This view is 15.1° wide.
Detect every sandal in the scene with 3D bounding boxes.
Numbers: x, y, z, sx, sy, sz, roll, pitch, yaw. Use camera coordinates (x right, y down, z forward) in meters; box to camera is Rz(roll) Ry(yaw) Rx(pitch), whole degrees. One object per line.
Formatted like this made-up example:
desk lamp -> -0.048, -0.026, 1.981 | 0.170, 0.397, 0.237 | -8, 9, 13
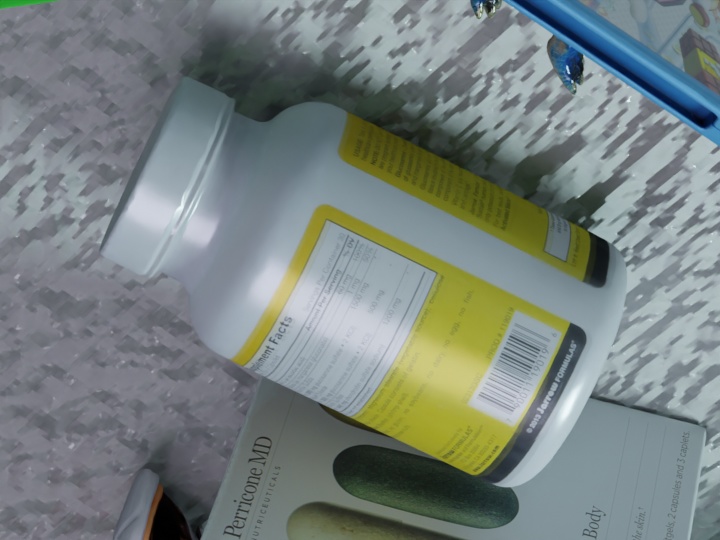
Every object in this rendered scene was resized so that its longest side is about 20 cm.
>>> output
sandal -> -0.096, 0.171, 1.324 | 0.059, 0.079, 0.207 | 14, 142, 1

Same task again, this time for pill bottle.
pill bottle -> 0.000, 0.000, 1.111 | 0.199, 0.112, 0.112 | 26, 133, -8

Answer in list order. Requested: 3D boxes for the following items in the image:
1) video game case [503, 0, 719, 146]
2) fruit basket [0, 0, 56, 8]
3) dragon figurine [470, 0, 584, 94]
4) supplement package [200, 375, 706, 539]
video game case -> 0.099, -0.125, 0.947 | 0.200, 0.144, 0.018 | 32, 139, -14
fruit basket -> -0.146, -0.217, 0.960 | 0.155, 0.216, 0.216 | -11, 141, -27
dragon figurine -> 0.092, -0.125, 0.998 | 0.099, 0.059, 0.200 | -24, 131, 33
supplement package -> 0.033, 0.145, 1.202 | 0.199, 0.152, 0.151 | 14, 131, 4
